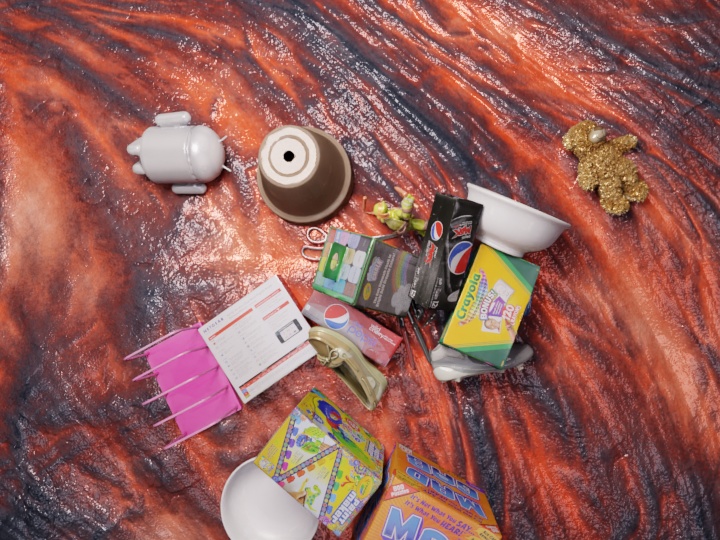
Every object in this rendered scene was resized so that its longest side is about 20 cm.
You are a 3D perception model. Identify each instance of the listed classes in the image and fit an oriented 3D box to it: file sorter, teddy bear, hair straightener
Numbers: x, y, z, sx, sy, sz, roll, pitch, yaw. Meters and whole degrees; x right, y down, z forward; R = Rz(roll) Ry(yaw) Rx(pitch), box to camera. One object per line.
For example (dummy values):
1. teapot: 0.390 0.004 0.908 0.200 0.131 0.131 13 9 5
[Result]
1. file sorter: -0.355 0.227 1.011 0.138 0.125 0.201 -27 86 4
2. teddy bear: 0.481 -0.205 0.987 0.144 0.067 0.202 -16 87 2
3. hair straightener: 0.113 0.094 1.026 0.076 0.041 0.202 -16 83 4

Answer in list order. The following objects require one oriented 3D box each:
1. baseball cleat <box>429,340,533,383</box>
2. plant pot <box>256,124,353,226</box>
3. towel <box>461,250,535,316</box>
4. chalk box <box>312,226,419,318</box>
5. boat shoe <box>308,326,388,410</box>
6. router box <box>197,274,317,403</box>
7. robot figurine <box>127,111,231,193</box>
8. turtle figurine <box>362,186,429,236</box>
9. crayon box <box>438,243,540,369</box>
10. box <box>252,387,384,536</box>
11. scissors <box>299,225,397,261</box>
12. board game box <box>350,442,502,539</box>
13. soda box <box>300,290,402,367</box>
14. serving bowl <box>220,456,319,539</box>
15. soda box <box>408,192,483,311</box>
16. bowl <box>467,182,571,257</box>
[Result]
1. baseball cleat: 0.233 0.153 0.984 0.198 0.070 0.107 -15 96 -3
2. plant pot: -0.119 -0.194 0.980 0.198 0.175 0.202 0 88 5
3. towel: 0.242 0.022 1.008 0.198 0.049 0.113 12 87 4
4. chalk box: 0.000 0.000 0.939 0.123 0.199 0.125 18 89 45
5. boat shoe: -0.029 0.187 0.982 0.201 0.073 0.063 47 51 -20
6. router box: -0.198 0.138 1.039 0.199 0.049 0.180 -34 86 3
7. robot figurine: -0.363 -0.235 1.033 0.198 0.113 0.171 0 125 4
8. turtle figurine: 0.090 -0.097 0.970 0.160 0.200 0.065 19 79 -18
9. crayon box: 0.238 0.066 0.943 0.118 0.058 0.201 22 83 5
10. box: -0.066 0.341 0.946 0.192 0.200 0.122 39 91 4
11. scissors: -0.026 -0.049 1.051 0.198 0.014 0.074 6 86 4
12. board game box: 0.107 0.478 0.928 0.199 0.200 0.201 27 91 6
13. soda box: -0.016 0.108 1.016 0.199 0.063 0.070 33 90 3
14. serving bowl: -0.174 0.463 1.018 0.198 0.066 0.202 0 88 4
15. soda box: 0.151 -0.032 0.912 0.063 0.071 0.202 5 106 -29
16. bowl: 0.275 -0.085 0.946 0.200 0.201 0.091 23 105 5
